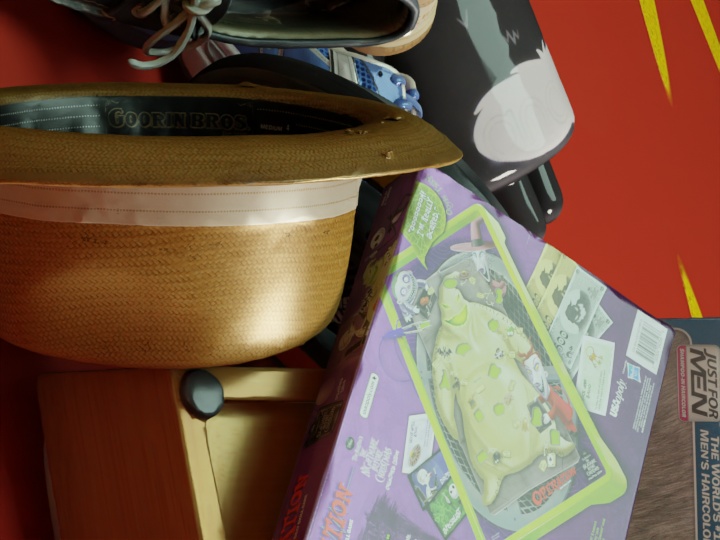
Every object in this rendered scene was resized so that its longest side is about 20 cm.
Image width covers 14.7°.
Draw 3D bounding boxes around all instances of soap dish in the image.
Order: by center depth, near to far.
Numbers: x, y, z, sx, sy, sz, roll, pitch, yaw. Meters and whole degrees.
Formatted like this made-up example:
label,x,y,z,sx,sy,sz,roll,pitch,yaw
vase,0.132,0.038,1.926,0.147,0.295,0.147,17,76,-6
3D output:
label,x,y,z,sx,sy,sz,roll,pitch,yaw
soap dish,-0.006,0.106,0.966,0.199,0.081,0.158,3,67,-37

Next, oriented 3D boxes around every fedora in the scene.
label,x,y,z,sx,sy,sz,roll,pitch,yaw
fedora,-0.065,-0.015,0.931,0.201,0.199,0.082,-31,124,-72

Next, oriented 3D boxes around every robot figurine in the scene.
label,x,y,z,sx,sy,sz,roll,pitch,yaw
robot figurine,0.027,-0.100,1.356,0.201,0.124,0.150,67,-17,-12

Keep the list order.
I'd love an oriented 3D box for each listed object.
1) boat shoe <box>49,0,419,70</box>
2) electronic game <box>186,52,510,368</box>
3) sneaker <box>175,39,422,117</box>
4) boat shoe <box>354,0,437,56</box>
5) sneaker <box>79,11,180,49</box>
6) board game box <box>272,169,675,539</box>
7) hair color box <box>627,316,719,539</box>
label,x,y,z,sx,sy,sz,roll,pitch,yaw
boat shoe,-0.061,-0.118,1.087,0.199,0.075,0.062,6,41,-44
electronic game,0.000,0.000,1.097,0.042,0.199,0.201,-44,120,-29
sneaker,-0.002,-0.047,1.203,0.201,0.077,0.076,56,9,5
boat shoe,-0.030,-0.190,1.257,0.200,0.071,0.065,48,-25,11
sneaker,-0.100,-0.171,1.114,0.074,0.082,0.200,-91,158,-47
board game box,0.037,0.073,0.942,0.120,0.032,0.201,36,51,-23
hair color box,0.110,0.088,1.125,0.200,0.060,0.101,89,1,-76
